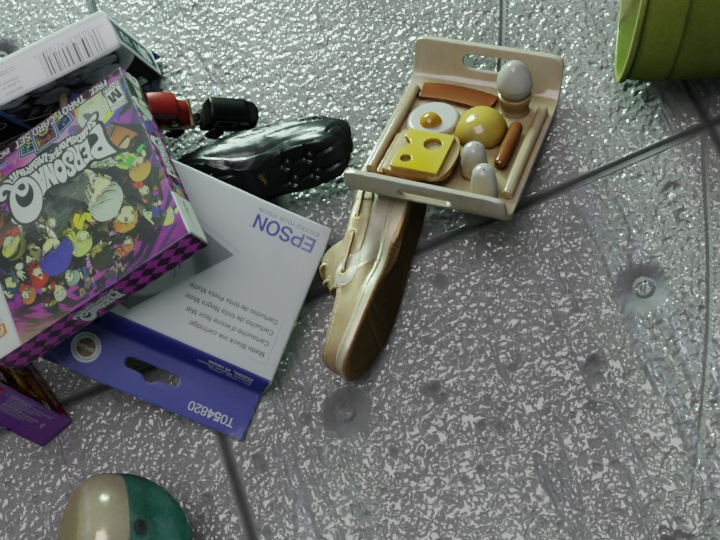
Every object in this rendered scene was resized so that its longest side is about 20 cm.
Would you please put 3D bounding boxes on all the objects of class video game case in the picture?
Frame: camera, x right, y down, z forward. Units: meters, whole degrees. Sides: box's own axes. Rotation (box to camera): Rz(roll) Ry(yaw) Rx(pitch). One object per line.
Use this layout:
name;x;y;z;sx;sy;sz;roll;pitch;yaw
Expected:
video game case;-0.242;-0.044;1.076;0.199;0.036;0.182;-32;62;10

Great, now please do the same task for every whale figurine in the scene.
whale figurine;-0.187;0.265;1.039;0.103;0.159;0.202;5;66;-24

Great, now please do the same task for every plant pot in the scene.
plant pot;0.324;-0.244;1.078;0.191;0.201;0.202;9;71;5

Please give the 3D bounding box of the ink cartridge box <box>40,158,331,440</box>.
ink cartridge box;-0.150;0.018;1.114;0.198;0.041;0.202;23;82;-7

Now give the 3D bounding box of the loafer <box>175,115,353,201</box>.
loafer;-0.099;-0.096;1.191;0.199;0.069;0.071;-13;27;19

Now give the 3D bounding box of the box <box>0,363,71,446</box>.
box;-0.349;0.057;1.150;0.039;0.137;0.200;-40;65;-3

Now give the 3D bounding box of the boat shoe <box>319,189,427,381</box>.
boat shoe;0.000;0.000;1.122;0.069;0.074;0.201;11;63;21

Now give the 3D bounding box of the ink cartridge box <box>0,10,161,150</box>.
ink cartridge box;-0.287;-0.161;1.198;0.197;0.200;0.044;-25;86;5

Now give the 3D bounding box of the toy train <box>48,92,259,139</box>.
toy train;-0.183;-0.141;1.175;0.198;0.046;0.034;-3;70;-30

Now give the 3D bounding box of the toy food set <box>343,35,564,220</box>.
toy food set;0.084;-0.130;1.121;0.142;0.061;0.201;12;47;18
